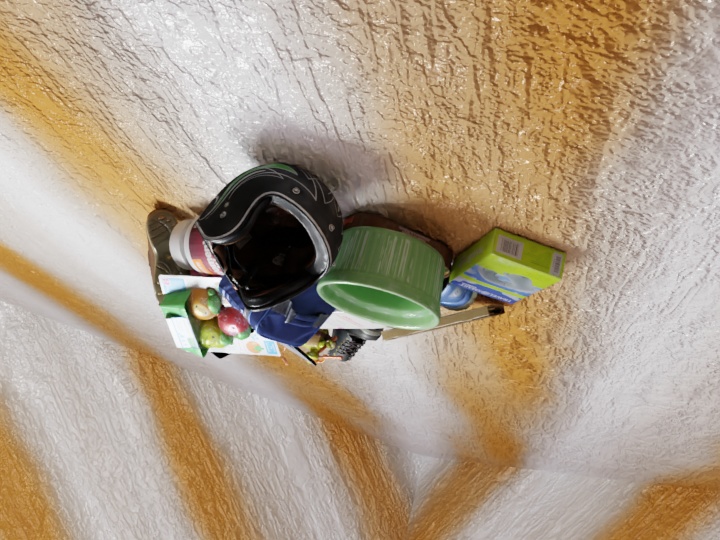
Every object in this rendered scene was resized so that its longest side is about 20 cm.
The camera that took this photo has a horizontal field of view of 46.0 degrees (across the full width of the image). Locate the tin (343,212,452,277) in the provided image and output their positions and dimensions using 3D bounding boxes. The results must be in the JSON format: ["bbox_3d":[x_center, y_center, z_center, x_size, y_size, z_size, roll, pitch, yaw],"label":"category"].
[{"bbox_3d":[0.059,-0.039,1.370,0.197,0.043,0.112,23,165,-21],"label":"tin"}]

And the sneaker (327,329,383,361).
[{"bbox_3d":[-0.010,0.152,1.818,0.074,0.108,0.200,14,-178,-19],"label":"sneaker"}]

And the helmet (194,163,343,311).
[{"bbox_3d":[-0.121,-0.058,1.209,0.201,0.189,0.200,55,171,13],"label":"helmet"}]

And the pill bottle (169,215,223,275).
[{"bbox_3d":[-0.238,-0.046,1.480,0.197,0.111,0.109,0,157,40],"label":"pill bottle"}]

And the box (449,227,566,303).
[{"bbox_3d":[0.222,-0.001,1.331,0.120,0.048,0.200,19,162,-10],"label":"box"}]

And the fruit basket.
[{"bbox_3d":[-0.256,0.089,1.527,0.196,0.094,0.188,6,131,20],"label":"fruit basket"}]

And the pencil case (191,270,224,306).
[{"bbox_3d":[-0.279,0.023,1.612,0.197,0.092,0.094,-6,149,36],"label":"pencil case"}]

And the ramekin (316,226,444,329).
[{"bbox_3d":[0.038,0.011,1.318,0.196,0.099,0.200,14,163,5],"label":"ramekin"}]

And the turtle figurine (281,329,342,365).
[{"bbox_3d":[-0.084,0.132,1.809,0.064,0.164,0.198,25,161,-37],"label":"turtle figurine"}]

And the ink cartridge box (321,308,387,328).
[{"bbox_3d":[-0.045,0.058,1.507,0.197,0.069,0.117,-2,162,30],"label":"ink cartridge box"}]

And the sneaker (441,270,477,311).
[{"bbox_3d":[0.105,0.026,1.491,0.198,0.080,0.089,-10,144,38],"label":"sneaker"}]

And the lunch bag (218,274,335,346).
[{"bbox_3d":[-0.123,0.036,1.371,0.132,0.137,0.199,41,-172,27],"label":"lunch bag"}]

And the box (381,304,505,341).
[{"bbox_3d":[0.153,0.093,1.530,0.197,0.022,0.163,-15,174,18],"label":"box"}]

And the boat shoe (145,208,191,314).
[{"bbox_3d":[-0.360,-0.017,1.584,0.071,0.204,0.067,-11,-164,-19],"label":"boat shoe"}]

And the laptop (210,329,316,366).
[{"bbox_3d":[-0.226,0.156,1.731,0.200,0.117,0.186,45,167,-35],"label":"laptop"}]
